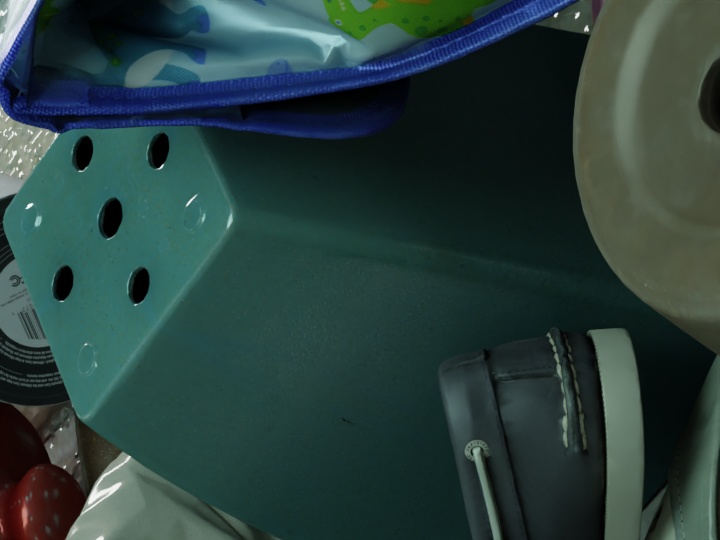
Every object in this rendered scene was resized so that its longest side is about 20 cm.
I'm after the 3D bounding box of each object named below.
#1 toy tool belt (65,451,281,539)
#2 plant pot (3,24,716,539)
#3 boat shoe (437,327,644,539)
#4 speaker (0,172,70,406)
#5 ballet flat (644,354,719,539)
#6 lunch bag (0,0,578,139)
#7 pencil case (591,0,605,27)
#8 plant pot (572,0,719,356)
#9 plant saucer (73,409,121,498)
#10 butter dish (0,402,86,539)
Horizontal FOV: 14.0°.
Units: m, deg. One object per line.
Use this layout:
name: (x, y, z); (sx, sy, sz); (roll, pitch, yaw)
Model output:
toy tool belt: (-0.047, 0.148, 1.001); (0.201, 0.122, 0.125); (104, -167, -53)
plant pot: (0.000, 0.000, 0.928); (0.141, 0.199, 0.142); (-51, 45, 28)
boat shoe: (0.047, 0.104, 0.898); (0.073, 0.062, 0.201); (-100, 11, -57)
speaker: (-0.146, 0.001, 1.151); (0.200, 0.081, 0.082); (-163, 86, -70)
ballet flat: (0.108, 0.108, 0.869); (0.063, 0.067, 0.201); (-14, 70, 35)
lunch bag: (-0.012, -0.125, 0.840); (0.199, 0.128, 0.170); (-25, 26, 13)
pencil case: (0.099, -0.143, 0.940); (0.087, 0.087, 0.201); (-33, 55, 40)
plant pot: (0.152, -0.027, 0.773); (0.200, 0.174, 0.202); (-16, 69, 48)
plant saucer: (-0.070, 0.009, 1.101); (0.200, 0.036, 0.202); (-178, 90, -71)
butter dish: (-0.173, 0.111, 1.150); (0.147, 0.200, 0.201); (-16, 66, 23)
